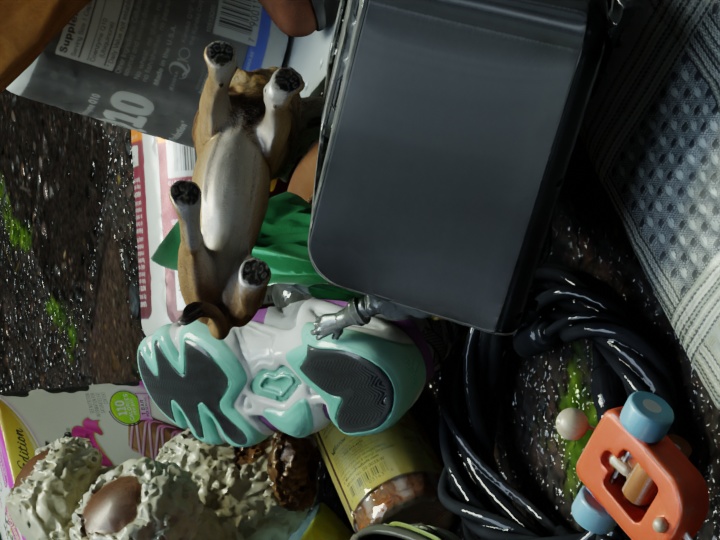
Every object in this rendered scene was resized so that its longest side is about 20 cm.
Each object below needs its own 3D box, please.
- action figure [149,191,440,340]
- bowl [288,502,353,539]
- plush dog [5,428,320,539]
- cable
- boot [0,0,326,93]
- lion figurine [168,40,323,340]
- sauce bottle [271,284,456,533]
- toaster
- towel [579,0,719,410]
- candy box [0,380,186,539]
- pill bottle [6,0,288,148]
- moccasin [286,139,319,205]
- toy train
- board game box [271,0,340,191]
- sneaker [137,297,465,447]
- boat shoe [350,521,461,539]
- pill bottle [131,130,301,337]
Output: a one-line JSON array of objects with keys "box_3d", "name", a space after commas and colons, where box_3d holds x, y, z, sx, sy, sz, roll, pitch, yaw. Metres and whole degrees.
[{"box_3d": [0.000, 0.000, 1.055, 0.199, 0.118, 0.055, 11, 121, 37], "name": "action figure"}, {"box_3d": [-0.044, 0.256, 1.226, 0.107, 0.201, 0.200, 37, 144, -1], "name": "bowl"}, {"box_3d": [-0.099, 0.157, 1.223, 0.200, 0.171, 0.161, 1, 123, 62], "name": "plush dog"}, {"box_3d": [0.092, 0.079, 1.009, 0.200, 0.050, 0.165, -133, 46, -54], "name": "cable"}, {"box_3d": [-0.140, -0.154, 1.079, 0.189, 0.200, 0.068, 50, 170, -2], "name": "boot"}, {"box_3d": [-0.065, -0.032, 1.005, 0.123, 0.072, 0.201, 104, -177, -59], "name": "lion figurine"}, {"box_3d": [-0.004, 0.078, 1.194, 0.066, 0.065, 0.201, 112, 144, -42], "name": "sauce bottle"}, {"box_3d": [0.048, -0.099, 0.942, 0.181, 0.117, 0.201, -88, 10, -55], "name": "toaster"}, {"box_3d": [0.163, -0.067, 0.861, 0.201, 0.034, 0.194, -62, 40, 47], "name": "towel"}, {"box_3d": [-0.147, 0.146, 1.345, 0.061, 0.198, 0.137, -62, 41, 49], "name": "candy box"}, {"box_3d": [-0.151, -0.147, 1.175, 0.114, 0.198, 0.115, -164, 90, -73], "name": "pill bottle"}, {"box_3d": [0.011, -0.048, 1.149, 0.202, 0.073, 0.078, -49, 42, 44], "name": "moccasin"}, {"box_3d": [0.131, 0.161, 0.911, 0.150, 0.055, 0.201, 44, 127, 37], "name": "toy train"}, {"box_3d": [-0.018, -0.172, 1.164, 0.200, 0.026, 0.202, 136, 146, -58], "name": "board game box"}, {"box_3d": [-0.022, 0.041, 1.149, 0.199, 0.140, 0.078, 2, 116, 36], "name": "sneaker"}, {"box_3d": [0.068, 0.197, 1.013, 0.201, 0.060, 0.072, 38, 99, 39], "name": "boat shoe"}, {"box_3d": [-0.091, -0.010, 1.307, 0.114, 0.113, 0.202, -2, 91, 64], "name": "pill bottle"}]
